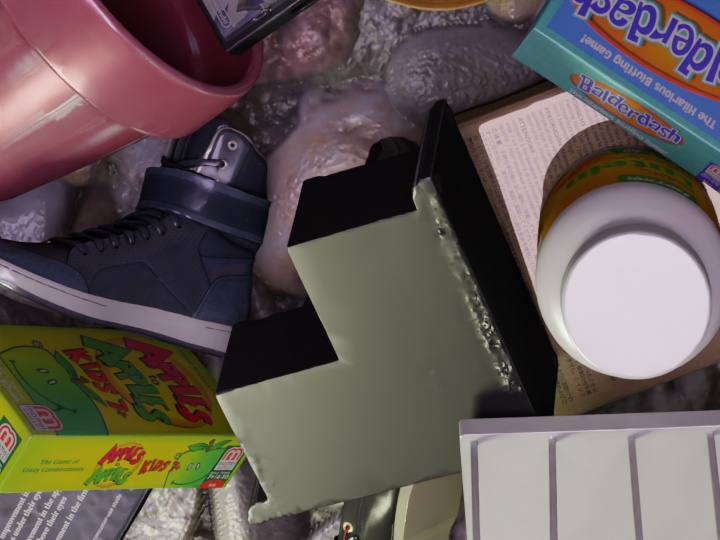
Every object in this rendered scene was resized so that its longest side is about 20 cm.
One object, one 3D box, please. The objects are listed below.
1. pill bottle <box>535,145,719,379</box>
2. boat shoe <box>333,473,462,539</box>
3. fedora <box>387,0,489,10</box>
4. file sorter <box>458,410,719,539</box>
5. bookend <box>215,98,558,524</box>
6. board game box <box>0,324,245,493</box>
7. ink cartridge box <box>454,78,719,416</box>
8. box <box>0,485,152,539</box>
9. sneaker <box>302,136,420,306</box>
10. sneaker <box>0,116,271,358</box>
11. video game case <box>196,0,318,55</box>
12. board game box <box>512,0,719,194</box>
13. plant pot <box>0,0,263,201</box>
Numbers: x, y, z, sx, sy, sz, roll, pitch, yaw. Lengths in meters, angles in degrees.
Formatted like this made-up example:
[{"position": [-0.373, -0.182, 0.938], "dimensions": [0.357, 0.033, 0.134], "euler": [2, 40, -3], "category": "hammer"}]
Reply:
[{"position": [0.156, -0.002, 1.526], "dimensions": [0.110, 0.200, 0.112], "euler": [1, 102, 4], "category": "pill bottle"}, {"position": [0.015, 0.189, 1.727], "dimensions": [0.063, 0.073, 0.202], "euler": [29, 117, 35], "category": "boat shoe"}, {"position": [0.059, -0.252, 1.608], "dimensions": [0.199, 0.082, 0.202], "euler": [-1, 102, -4], "category": "fedora"}, {"position": [0.160, 0.173, 1.545], "dimensions": [0.199, 0.125, 0.139], "euler": [-2, 134, 4], "category": "file sorter"}, {"position": [-0.008, 0.029, 1.587], "dimensions": [0.199, 0.092, 0.199], "euler": [-16, 119, 17], "category": "bookend"}, {"position": [-0.166, 0.084, 1.635], "dimensions": [0.102, 0.199, 0.048], "euler": [48, 116, 31], "category": "board game box"}, {"position": [0.157, -0.028, 1.661], "dimensions": [0.164, 0.075, 0.201], "euler": [-20, 99, 7], "category": "ink cartridge box"}, {"position": [-0.244, 0.134, 1.713], "dimensions": [0.199, 0.104, 0.148], "euler": [31, 103, -2], "category": "box"}, {"position": [0.000, 0.000, 1.687], "dimensions": [0.079, 0.096, 0.200], "euler": [9, 127, -31], "category": "sneaker"}, {"position": [-0.143, -0.034, 1.642], "dimensions": [0.202, 0.077, 0.147], "euler": [15, 90, -40], "category": "sneaker"}, {"position": [-0.052, -0.261, 1.577], "dimensions": [0.180, 0.025, 0.201], "euler": [-33, 78, 16], "category": "video game case"}, {"position": [0.203, -0.169, 1.589], "dimensions": [0.152, 0.045, 0.201], "euler": [32, 66, -3], "category": "board game box"}, {"position": [-0.188, -0.142, 1.619], "dimensions": [0.179, 0.200, 0.200], "euler": [-35, 97, 26], "category": "plant pot"}]
